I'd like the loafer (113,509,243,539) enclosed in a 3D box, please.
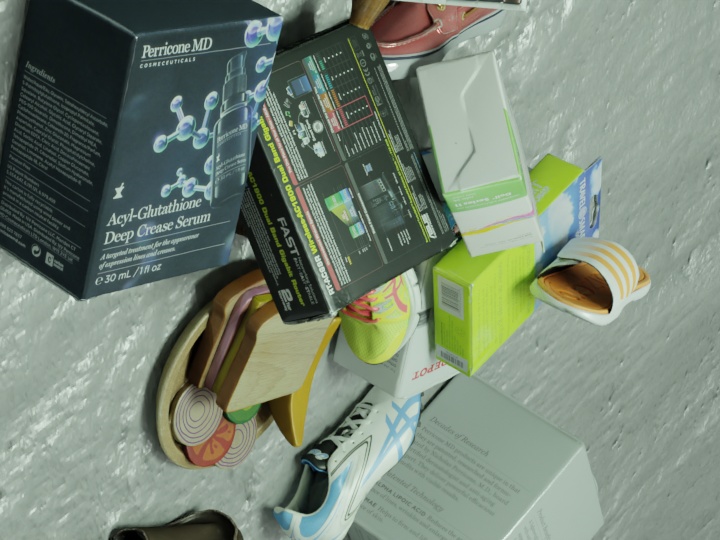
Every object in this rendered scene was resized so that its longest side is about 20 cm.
[{"bbox_3d":[-0.174,0.250,1.740,0.200,0.073,0.071,-28,136,-43],"label":"loafer"}]

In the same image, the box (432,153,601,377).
[{"bbox_3d":[0.141,-0.012,1.834,0.200,0.048,0.122,-43,147,-32],"label":"box"}]

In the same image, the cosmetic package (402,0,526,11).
[{"bbox_3d":[0.028,-0.244,1.518,0.200,0.051,0.083,3,115,-7],"label":"cosmetic package"}]

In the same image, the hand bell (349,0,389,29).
[{"bbox_3d":[0.037,-0.278,1.564,0.104,0.104,0.200,5,109,-56],"label":"hand bell"}]

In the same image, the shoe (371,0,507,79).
[{"bbox_3d":[0.059,-0.227,1.684,0.200,0.071,0.091,-33,138,-46],"label":"shoe"}]

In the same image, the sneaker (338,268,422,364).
[{"bbox_3d":[0.000,0.000,1.747,0.090,0.078,0.200,-41,139,-47],"label":"sneaker"}]

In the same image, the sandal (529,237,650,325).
[{"bbox_3d":[0.214,-0.003,1.843,0.207,0.079,0.059,-24,136,-64],"label":"sandal"}]

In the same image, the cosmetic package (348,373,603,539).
[{"bbox_3d":[0.114,0.245,2.059,0.200,0.165,0.165,-47,147,-20],"label":"cosmetic package"}]

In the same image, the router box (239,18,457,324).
[{"bbox_3d":[-0.027,-0.077,1.587,0.150,0.062,0.200,-29,100,-41],"label":"router box"}]

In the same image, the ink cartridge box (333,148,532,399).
[{"bbox_3d":[0.066,-0.003,1.860,0.145,0.084,0.200,-22,132,-48],"label":"ink cartridge box"}]

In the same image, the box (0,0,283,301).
[{"bbox_3d":[-0.158,-0.099,1.440,0.148,0.107,0.200,-16,127,-48],"label":"box"}]

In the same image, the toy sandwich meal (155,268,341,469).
[{"bbox_3d":[-0.088,0.088,1.730,0.205,0.070,0.205,-35,141,-35],"label":"toy sandwich meal"}]

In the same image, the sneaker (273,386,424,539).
[{"bbox_3d":[-0.008,0.168,1.920,0.072,0.072,0.200,43,70,-31],"label":"sneaker"}]

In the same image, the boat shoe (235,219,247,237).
[{"bbox_3d":[-0.038,-0.079,1.665,0.200,0.070,0.070,-36,142,-36],"label":"boat shoe"}]

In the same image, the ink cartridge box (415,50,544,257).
[{"bbox_3d":[0.102,-0.086,1.699,0.067,0.117,0.200,-14,160,7],"label":"ink cartridge box"}]
